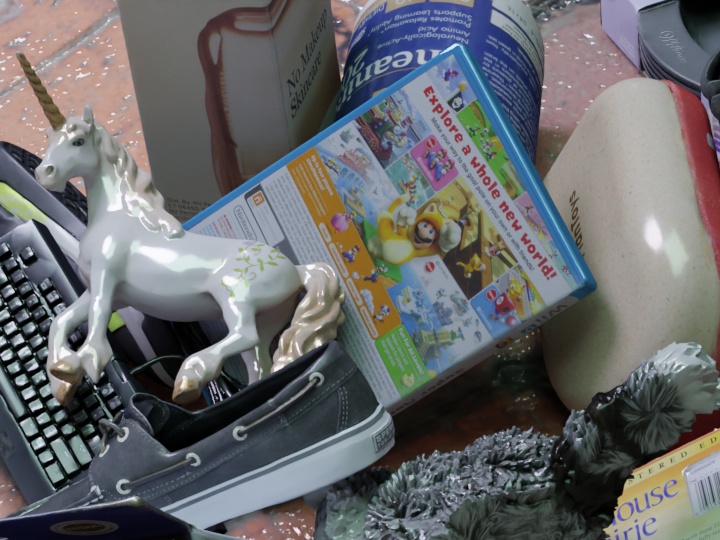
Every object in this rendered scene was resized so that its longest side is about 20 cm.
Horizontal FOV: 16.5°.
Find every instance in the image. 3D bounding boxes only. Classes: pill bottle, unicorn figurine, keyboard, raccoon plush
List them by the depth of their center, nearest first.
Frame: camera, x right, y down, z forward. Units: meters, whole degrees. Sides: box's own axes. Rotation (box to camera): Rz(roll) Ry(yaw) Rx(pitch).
[{"bbox_3d":[0.065,0.098,1.128,0.200,0.097,0.134,-33,27,-8],"label":"raccoon plush"},{"bbox_3d":[-0.100,0.002,1.206,0.200,0.074,0.137,21,64,-2],"label":"unicorn figurine"},{"bbox_3d":[-0.124,0.055,1.225,0.127,0.021,0.200,-30,65,-7],"label":"keyboard"},{"bbox_3d":[0.038,-0.062,1.326,0.111,0.111,0.200,0,41,9],"label":"pill bottle"}]

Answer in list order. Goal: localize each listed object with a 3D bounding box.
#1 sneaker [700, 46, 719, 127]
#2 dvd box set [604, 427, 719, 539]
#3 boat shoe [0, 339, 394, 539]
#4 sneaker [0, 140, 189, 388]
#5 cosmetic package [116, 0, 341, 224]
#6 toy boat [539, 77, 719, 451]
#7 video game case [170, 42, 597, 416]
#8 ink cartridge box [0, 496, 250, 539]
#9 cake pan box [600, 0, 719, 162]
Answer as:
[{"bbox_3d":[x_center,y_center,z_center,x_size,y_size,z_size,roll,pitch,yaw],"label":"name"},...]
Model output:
[{"bbox_3d":[0.207,-0.045,1.169,0.071,0.099,0.200,-27,33,11],"label":"sneaker"},{"bbox_3d":[0.139,0.163,1.072,0.146,0.029,0.200,-29,37,19],"label":"dvd box set"},{"bbox_3d":[-0.085,0.084,1.133,0.200,0.066,0.070,-20,13,18],"label":"boat shoe"},{"bbox_3d":[-0.155,0.014,1.320,0.200,0.072,0.083,43,100,32],"label":"sneaker"},{"bbox_3d":[-0.066,-0.111,1.330,0.087,0.200,0.103,5,43,16],"label":"cosmetic package"},{"bbox_3d":[0.166,0.004,1.248,0.131,0.131,0.200,17,38,-17],"label":"toy boat"},{"bbox_3d":[0.000,0.000,1.220,0.200,0.018,0.143,-33,67,16],"label":"video game case"},{"bbox_3d":[-0.133,0.139,1.039,0.200,0.200,0.041,-10,73,21],"label":"ink cartridge box"},{"bbox_3d":[0.257,-0.137,1.428,0.200,0.052,0.184,-18,40,-12],"label":"cake pan box"}]
